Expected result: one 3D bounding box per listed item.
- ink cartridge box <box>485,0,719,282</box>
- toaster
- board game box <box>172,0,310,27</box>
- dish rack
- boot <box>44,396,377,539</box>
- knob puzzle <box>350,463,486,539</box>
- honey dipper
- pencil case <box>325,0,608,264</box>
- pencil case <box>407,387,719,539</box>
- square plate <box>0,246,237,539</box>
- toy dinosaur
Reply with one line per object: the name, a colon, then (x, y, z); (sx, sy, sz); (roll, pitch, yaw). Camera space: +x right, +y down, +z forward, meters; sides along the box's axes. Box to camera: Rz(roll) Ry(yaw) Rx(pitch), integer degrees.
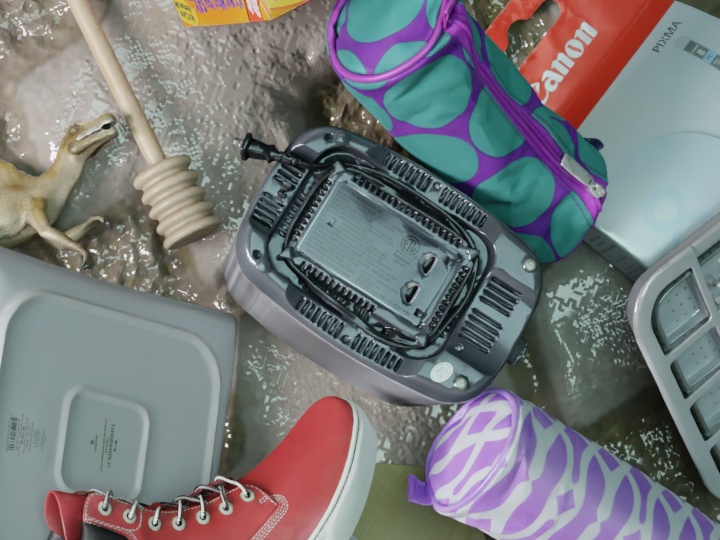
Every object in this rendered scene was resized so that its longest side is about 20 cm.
ink cartridge box: (0.167, -0.099, 1.315); (0.200, 0.047, 0.160); (39, 77, -4)
toaster: (0.000, 0.000, 1.228); (0.200, 0.129, 0.114); (31, 76, -4)
board game box: (-0.035, -0.271, 1.209); (0.199, 0.200, 0.200); (-29, 103, -13)
dish rack: (0.250, 0.022, 1.285); (0.200, 0.044, 0.172); (-36, 118, -13)
boot: (-0.087, 0.126, 1.153); (0.144, 0.072, 0.200); (42, 69, -23)
knob puzzle: (-0.002, 0.200, 1.243); (0.219, 0.030, 0.220); (5, 78, -22)
honey dipper: (-0.143, -0.107, 1.271); (0.038, 0.038, 0.200); (-27, 84, -13)
pencil case: (0.065, -0.088, 1.204); (0.200, 0.092, 0.085); (42, 60, -43)
pencil case: (0.129, 0.145, 1.229); (0.200, 0.085, 0.084); (35, 33, -22)
square plate: (-0.148, 0.099, 1.183); (0.198, 0.028, 0.201); (19, 71, -41)
toy dinosaur: (-0.219, -0.017, 1.242); (0.200, 0.058, 0.101); (-27, 70, -14)
